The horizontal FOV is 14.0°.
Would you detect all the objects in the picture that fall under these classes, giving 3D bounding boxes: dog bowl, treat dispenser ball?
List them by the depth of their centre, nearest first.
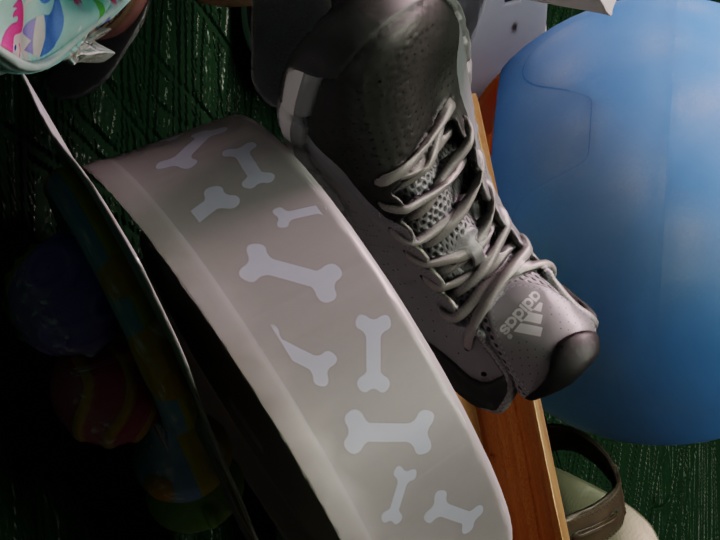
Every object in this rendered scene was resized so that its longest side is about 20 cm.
[{"bbox_3d":[-0.019,0.035,0.990,0.200,0.059,0.200,57,-9,14],"label":"dog bowl"},{"bbox_3d":[0.136,-0.022,1.315,0.201,0.200,0.201,-7,90,-71],"label":"treat dispenser ball"}]

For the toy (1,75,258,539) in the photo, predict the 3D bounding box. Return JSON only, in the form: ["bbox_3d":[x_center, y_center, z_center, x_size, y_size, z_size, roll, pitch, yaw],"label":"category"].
[{"bbox_3d":[-0.084,0.027,0.958,0.115,0.047,0.200,55,-7,37],"label":"toy"}]

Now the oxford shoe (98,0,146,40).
[{"bbox_3d":[-0.115,-0.173,0.964,0.074,0.071,0.201,-12,91,-50],"label":"oxford shoe"}]

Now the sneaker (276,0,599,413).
[{"bbox_3d":[0.038,-0.017,0.977,0.115,0.075,0.200,45,-14,20],"label":"sneaker"}]

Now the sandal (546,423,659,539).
[{"bbox_3d":[0.084,0.101,1.319,0.201,0.057,0.080,38,37,-43],"label":"sandal"}]

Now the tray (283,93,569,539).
[{"bbox_3d":[0.028,0.035,1.134,0.099,0.037,0.200,-12,90,-58],"label":"tray"}]

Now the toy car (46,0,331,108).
[{"bbox_3d":[-0.032,-0.133,1.044,0.158,0.164,0.200,60,39,-48],"label":"toy car"}]

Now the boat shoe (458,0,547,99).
[{"bbox_3d":[0.036,-0.136,1.363,0.071,0.091,0.201,-13,123,-49],"label":"boat shoe"}]

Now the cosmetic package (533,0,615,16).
[{"bbox_3d":[0.079,-0.187,0.990,0.051,0.082,0.200,47,63,-53],"label":"cosmetic package"}]

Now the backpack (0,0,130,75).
[{"bbox_3d":[-0.114,-0.140,0.823,0.200,0.150,0.178,-44,126,-61],"label":"backpack"}]

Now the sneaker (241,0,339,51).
[{"bbox_3d":[0.002,-0.153,1.270,0.140,0.078,0.200,45,52,-63],"label":"sneaker"}]
